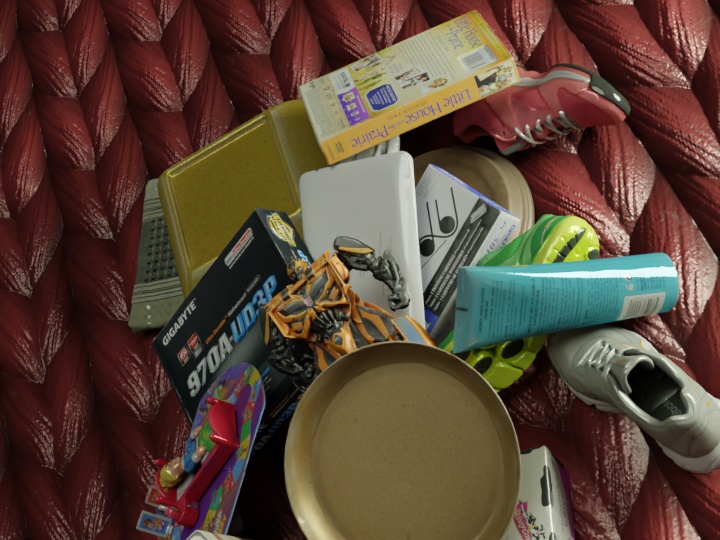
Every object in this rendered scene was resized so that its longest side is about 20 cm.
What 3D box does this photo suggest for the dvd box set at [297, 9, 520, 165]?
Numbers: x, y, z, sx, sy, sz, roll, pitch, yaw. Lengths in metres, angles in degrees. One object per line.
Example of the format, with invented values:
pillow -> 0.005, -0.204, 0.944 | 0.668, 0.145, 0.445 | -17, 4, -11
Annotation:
dvd box set -> 0.043, -0.180, 1.329 | 0.198, 0.030, 0.147 | -24, 31, 1

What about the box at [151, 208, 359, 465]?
box -> -0.104, 0.068, 1.306 | 0.200, 0.046, 0.160 | -48, 57, 30

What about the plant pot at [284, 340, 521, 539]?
plant pot -> 0.035, 0.158, 1.115 | 0.197, 0.027, 0.203 | -1, 88, 16

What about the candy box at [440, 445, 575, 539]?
candy box -> 0.079, 0.238, 1.147 | 0.198, 0.061, 0.138 | -16, 55, 24

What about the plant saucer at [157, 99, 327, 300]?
plant saucer -> -0.125, -0.073, 1.434 | 0.198, 0.048, 0.202 | -29, 54, 13

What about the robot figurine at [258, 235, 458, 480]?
robot figurine -> -0.001, 0.070, 1.170 | 0.145, 0.058, 0.201 | -41, 81, 12

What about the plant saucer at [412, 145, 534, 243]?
plant saucer -> 0.073, -0.039, 1.341 | 0.198, 0.029, 0.202 | -16, 56, 24

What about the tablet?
tablet -> 0.000, 0.000, 1.261 | 0.129, 0.014, 0.203 | -9, 81, 35

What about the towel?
towel -> -0.155, -0.032, 1.481 | 0.198, 0.035, 0.195 | -10, 60, 24

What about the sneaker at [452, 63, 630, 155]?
sneaker -> 0.171, -0.147, 1.327 | 0.199, 0.074, 0.088 | 13, 76, 44

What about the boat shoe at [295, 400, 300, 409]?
boat shoe -> 0.032, 0.154, 1.227 | 0.197, 0.072, 0.066 | 5, 89, 20

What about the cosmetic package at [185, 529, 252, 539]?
cosmetic package -> -0.100, 0.281, 1.127 | 0.103, 0.200, 0.087 | 43, 89, 17

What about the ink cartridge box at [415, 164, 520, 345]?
ink cartridge box -> 0.056, 0.014, 1.269 | 0.094, 0.044, 0.202 | 36, 100, 33

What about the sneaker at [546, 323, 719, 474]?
sneaker -> 0.221, 0.083, 1.130 | 0.076, 0.092, 0.199 | -52, 44, -5

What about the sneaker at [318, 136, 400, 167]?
sneaker -> -0.001, -0.139, 1.374 | 0.081, 0.076, 0.201 | 1, 31, 0

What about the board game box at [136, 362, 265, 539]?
board game box -> -0.149, 0.171, 1.221 | 0.157, 0.039, 0.203 | -12, 59, 62

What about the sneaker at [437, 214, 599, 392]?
sneaker -> 0.130, 0.033, 1.215 | 0.200, 0.074, 0.084 | -47, 26, -1

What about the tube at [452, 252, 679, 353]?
tube -> 0.171, 0.022, 1.155 | 0.197, 0.079, 0.050 | -7, 20, -19
